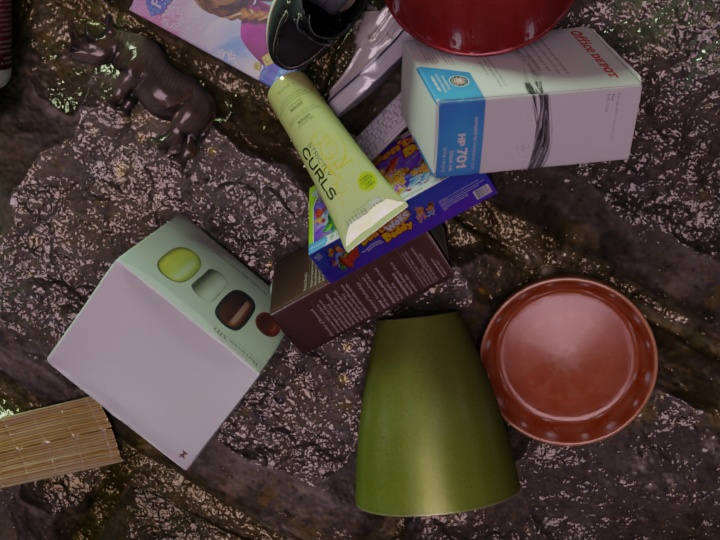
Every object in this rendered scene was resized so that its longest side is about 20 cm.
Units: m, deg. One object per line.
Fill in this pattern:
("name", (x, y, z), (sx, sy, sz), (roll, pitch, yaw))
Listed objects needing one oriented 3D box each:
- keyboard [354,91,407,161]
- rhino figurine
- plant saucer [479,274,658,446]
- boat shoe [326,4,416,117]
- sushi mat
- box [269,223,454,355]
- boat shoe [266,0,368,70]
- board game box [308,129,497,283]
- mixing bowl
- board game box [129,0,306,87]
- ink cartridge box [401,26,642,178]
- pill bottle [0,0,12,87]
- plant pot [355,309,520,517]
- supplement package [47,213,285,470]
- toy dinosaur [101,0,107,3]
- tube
("keyboard", (0.062, -0.188, 1.062), (0.011, 0.057, 0.200), (36, 111, -28))
("rhino figurine", (-0.245, -0.210, 1.101), (0.200, 0.060, 0.088), (42, 89, -3))
("plant saucer", (0.234, 0.101, 1.129), (0.197, 0.032, 0.203), (3, 106, 9))
("boat shoe", (0.026, -0.250, 1.042), (0.066, 0.072, 0.200), (44, 107, 0))
("sushi mat", (-0.406, 0.222, 1.280), (0.197, 0.012, 0.097), (-14, 102, 12))
("box", (0.000, 0.000, 1.095), (0.198, 0.101, 0.075), (-26, 120, 16))
("boat shoe", (-0.035, -0.258, 0.975), (0.074, 0.067, 0.199), (24, 135, -29))
("board game box", (0.038, -0.084, 1.050), (0.198, 0.135, 0.045), (-29, 122, 16))
("mixing bowl", (0.111, -0.316, 0.935), (0.197, 0.109, 0.203), (-3, 68, 7))
("board game box", (-0.119, -0.323, 1.058), (0.198, 0.041, 0.202), (27, 109, 1))
("ink cartridge box", (0.150, -0.168, 0.969), (0.197, 0.147, 0.087), (-5, 125, -9))
("pill bottle", (-0.440, -0.265, 1.090), (0.111, 0.113, 0.203), (8, 107, 7))
("plant pot", (0.075, 0.149, 1.109), (0.184, 0.187, 0.203), (-6, 90, 11))
("supplement package", (-0.197, 0.070, 1.103), (0.191, 0.200, 0.147), (38, 109, -4))
("toy dinosaur", (-0.240, -0.372, 1.018), (0.135, 0.202, 0.086), (-29, 136, 17))
("tube", (-0.030, -0.118, 1.018), (0.201, 0.051, 0.058), (59, 141, 24))
